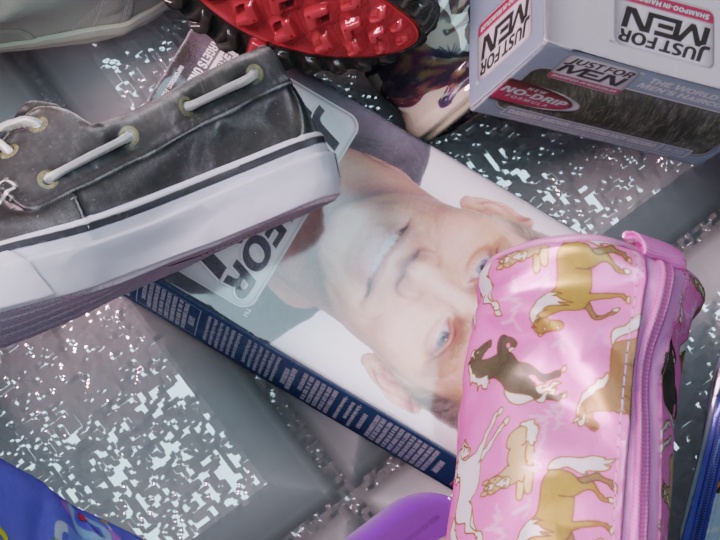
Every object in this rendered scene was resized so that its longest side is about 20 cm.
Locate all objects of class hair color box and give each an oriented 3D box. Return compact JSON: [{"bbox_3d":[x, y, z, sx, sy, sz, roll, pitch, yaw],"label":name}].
[{"bbox_3d":[0.096,-0.148,0.967,0.099,0.061,0.201,12,64,-23],"label":"hair color box"},{"bbox_3d":[0.000,0.000,0.985,0.200,0.061,0.100,30,75,0],"label":"hair color box"}]

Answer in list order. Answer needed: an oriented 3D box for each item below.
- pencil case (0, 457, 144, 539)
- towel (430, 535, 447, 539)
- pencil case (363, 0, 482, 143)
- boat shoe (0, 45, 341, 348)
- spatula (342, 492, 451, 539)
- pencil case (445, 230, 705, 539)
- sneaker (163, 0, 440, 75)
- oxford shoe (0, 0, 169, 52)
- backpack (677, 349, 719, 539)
[{"bbox_3d":[-0.100,0.114,0.890,0.200,0.078,0.087,31,32,-37],"label":"pencil case"},{"bbox_3d":[0.010,0.196,0.899,0.132,0.034,0.201,-10,98,-42],"label":"towel"},{"bbox_3d":[0.004,-0.143,1.003,0.078,0.089,0.200,-31,84,-25],"label":"pencil case"},{"bbox_3d":[-0.103,-0.022,0.901,0.200,0.072,0.071,-22,85,-31],"label":"boat shoe"},{"bbox_3d":[0.067,0.169,0.972,0.056,0.021,0.200,-37,85,-8],"label":"spatula"},{"bbox_3d":[0.070,0.084,0.877,0.086,0.083,0.201,-2,60,14],"label":"pencil case"},{"bbox_3d":[-0.054,-0.148,0.941,0.200,0.079,0.096,28,51,-8],"label":"sneaker"},{"bbox_3d":[-0.121,-0.122,0.979,0.200,0.058,0.075,-21,72,-33],"label":"oxford shoe"},{"bbox_3d":[0.192,0.089,0.927,0.154,0.200,0.191,7,82,26],"label":"backpack"}]
